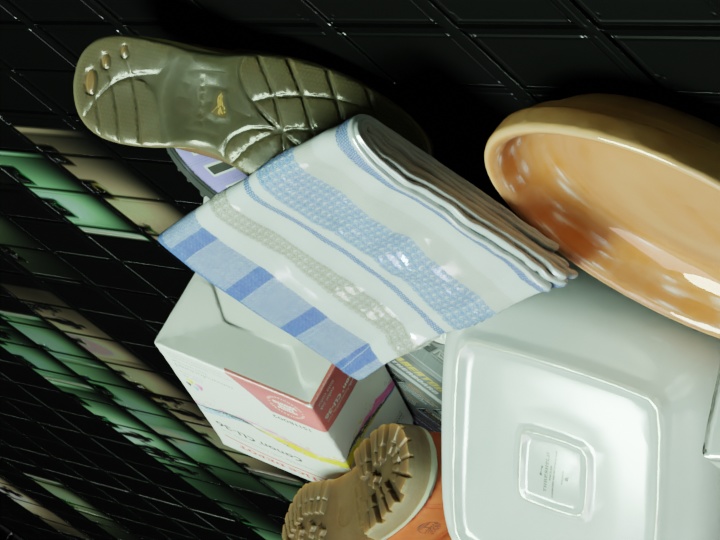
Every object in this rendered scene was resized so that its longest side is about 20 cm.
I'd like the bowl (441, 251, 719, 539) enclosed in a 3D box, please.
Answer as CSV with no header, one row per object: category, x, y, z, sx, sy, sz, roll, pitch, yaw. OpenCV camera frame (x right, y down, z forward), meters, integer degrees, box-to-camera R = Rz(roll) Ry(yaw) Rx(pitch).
bowl,0.122,0.094,1.436,0.200,0.075,0.200,17,117,32

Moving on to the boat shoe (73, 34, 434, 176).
boat shoe,-0.050,-0.084,1.419,0.200,0.072,0.068,16,-166,17

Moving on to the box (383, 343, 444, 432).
box,0.026,0.050,1.712,0.200,0.048,0.158,37,162,-24

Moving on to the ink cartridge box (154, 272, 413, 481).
ink cartridge box,-0.041,0.080,1.705,0.116,0.068,0.200,21,161,23

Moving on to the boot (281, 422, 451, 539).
boot,0.024,0.160,1.670,0.107,0.075,0.200,9,151,-29

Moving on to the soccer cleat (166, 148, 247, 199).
soccer cleat,-0.024,-0.053,1.481,0.200,0.068,0.073,33,134,26

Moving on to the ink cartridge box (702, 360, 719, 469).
ink cartridge box,0.271,0.087,1.253,0.146,0.085,0.200,2,157,37

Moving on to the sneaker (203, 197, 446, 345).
sneaker,0.000,0.000,1.563,0.200,0.077,0.082,27,170,12

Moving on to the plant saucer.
plant saucer,0.155,-0.025,1.276,0.200,0.037,0.200,26,164,8

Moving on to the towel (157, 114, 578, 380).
towel,-0.001,-0.007,1.391,0.147,0.024,0.200,35,147,-21
